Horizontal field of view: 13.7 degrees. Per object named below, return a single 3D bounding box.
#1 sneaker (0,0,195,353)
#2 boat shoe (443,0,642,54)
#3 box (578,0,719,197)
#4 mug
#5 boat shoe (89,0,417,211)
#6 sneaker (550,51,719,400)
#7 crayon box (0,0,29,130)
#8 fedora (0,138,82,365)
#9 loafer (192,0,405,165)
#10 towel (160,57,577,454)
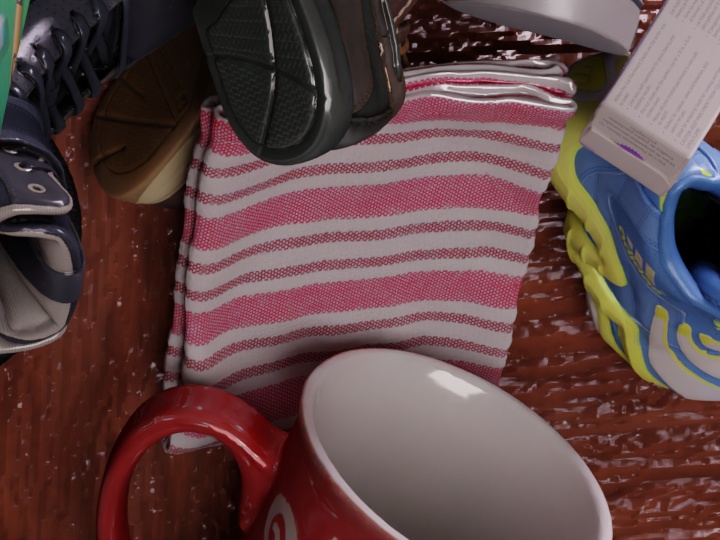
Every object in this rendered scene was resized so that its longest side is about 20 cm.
[{"bbox_3d":[-0.104,-0.049,1.016,0.202,0.146,0.077,-24,139,-25],"label":"sneaker"},{"bbox_3d":[0.079,-0.120,1.101,0.071,0.200,0.070,15,97,11],"label":"boat shoe"},{"bbox_3d":[0.149,-0.120,1.128,0.041,0.039,0.200,32,67,2],"label":"box"},{"bbox_3d":[-0.019,0.136,1.191,0.133,0.177,0.200,-20,145,-53],"label":"mug"},{"bbox_3d":[-0.015,-0.090,1.121,0.072,0.072,0.200,23,121,-40],"label":"boat shoe"},{"bbox_3d":[0.134,0.006,1.192,0.076,0.105,0.200,-38,133,-2],"label":"sneaker"},{"bbox_3d":[-0.162,-0.137,0.980,0.118,0.201,0.058,4,147,6],"label":"crayon box"},{"bbox_3d":[-0.200,-0.002,1.068,0.200,0.201,0.092,2,140,-20],"label":"fedora"},{"bbox_3d":[-0.031,-0.139,1.036,0.063,0.072,0.201,-17,98,-49],"label":"loafer"},{"bbox_3d":[0.000,0.000,1.156,0.146,0.030,0.200,-8,139,-17],"label":"towel"}]
